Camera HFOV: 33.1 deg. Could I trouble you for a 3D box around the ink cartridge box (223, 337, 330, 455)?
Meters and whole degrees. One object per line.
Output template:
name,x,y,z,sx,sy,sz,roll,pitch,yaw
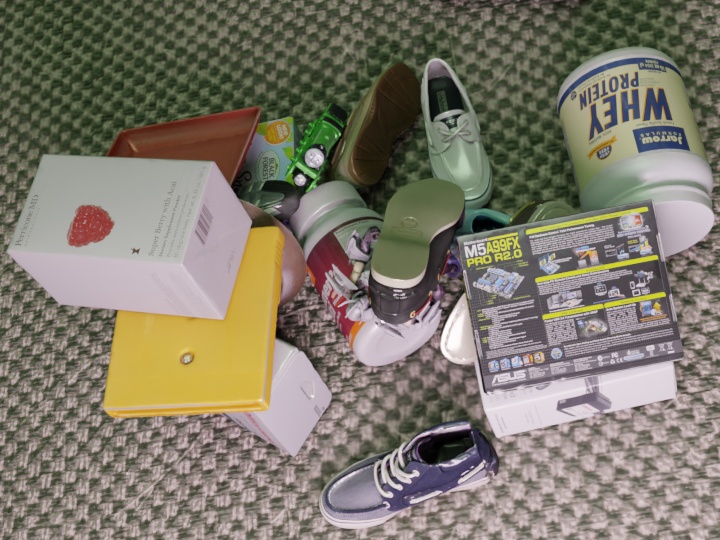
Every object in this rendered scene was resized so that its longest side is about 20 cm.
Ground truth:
ink cartridge box,-0.148,0.106,1.337,0.199,0.145,0.084,25,72,25

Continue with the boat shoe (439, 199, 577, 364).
boat shoe,0.148,0.009,1.264,0.200,0.072,0.060,-53,19,0

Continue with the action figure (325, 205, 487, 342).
action figure,0.050,-0.003,1.276,0.200,0.069,0.130,-35,75,-34

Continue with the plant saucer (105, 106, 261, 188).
plant saucer,-0.223,-0.114,1.446,0.198,0.037,0.201,-7,38,17

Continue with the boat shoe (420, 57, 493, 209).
boat shoe,0.107,-0.166,1.456,0.073,0.065,0.201,-19,60,1

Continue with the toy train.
toy train,-0.048,-0.151,1.443,0.042,0.200,0.056,36,113,-9

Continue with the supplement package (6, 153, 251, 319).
supplement package,-0.233,-0.035,1.240,0.198,0.120,0.122,4,63,19

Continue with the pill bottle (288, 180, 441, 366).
pill bottle,0.000,0.000,1.378,0.109,0.110,0.201,-31,59,-2

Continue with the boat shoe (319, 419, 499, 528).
boat shoe,0.042,0.208,1.269,0.199,0.093,0.075,-21,60,4

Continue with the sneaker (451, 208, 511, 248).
sneaker,0.118,-0.049,1.386,0.199,0.082,0.074,11,66,21

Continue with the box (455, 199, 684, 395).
box,0.205,0.027,1.200,0.198,0.044,0.162,-11,85,3

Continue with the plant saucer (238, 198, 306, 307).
plant saucer,-0.160,-0.008,1.375,0.199,0.201,0.032,0,47,16

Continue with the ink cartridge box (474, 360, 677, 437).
ink cartridge box,0.220,0.077,1.291,0.199,0.084,0.146,-14,59,9

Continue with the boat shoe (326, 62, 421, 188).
boat shoe,0.013,-0.178,1.485,0.064,0.071,0.201,-18,34,45

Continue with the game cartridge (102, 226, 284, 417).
game cartridge,-0.170,0.052,1.262,0.175,0.032,0.201,-4,60,14

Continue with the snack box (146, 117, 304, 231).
snack box,-0.170,-0.103,1.511,0.198,0.053,0.143,-9,63,12

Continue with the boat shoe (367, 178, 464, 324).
boat shoe,0.054,-0.025,1.220,0.073,0.063,0.202,13,39,12

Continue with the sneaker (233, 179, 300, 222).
sneaker,-0.139,-0.030,1.432,0.199,0.116,0.075,-14,29,26

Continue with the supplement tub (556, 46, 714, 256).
supplement tub,0.304,-0.127,1.337,0.144,0.145,0.201,-13,61,9
